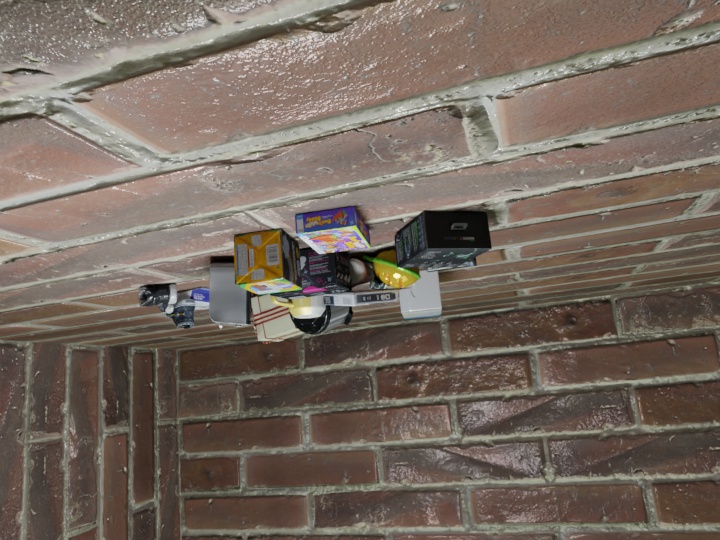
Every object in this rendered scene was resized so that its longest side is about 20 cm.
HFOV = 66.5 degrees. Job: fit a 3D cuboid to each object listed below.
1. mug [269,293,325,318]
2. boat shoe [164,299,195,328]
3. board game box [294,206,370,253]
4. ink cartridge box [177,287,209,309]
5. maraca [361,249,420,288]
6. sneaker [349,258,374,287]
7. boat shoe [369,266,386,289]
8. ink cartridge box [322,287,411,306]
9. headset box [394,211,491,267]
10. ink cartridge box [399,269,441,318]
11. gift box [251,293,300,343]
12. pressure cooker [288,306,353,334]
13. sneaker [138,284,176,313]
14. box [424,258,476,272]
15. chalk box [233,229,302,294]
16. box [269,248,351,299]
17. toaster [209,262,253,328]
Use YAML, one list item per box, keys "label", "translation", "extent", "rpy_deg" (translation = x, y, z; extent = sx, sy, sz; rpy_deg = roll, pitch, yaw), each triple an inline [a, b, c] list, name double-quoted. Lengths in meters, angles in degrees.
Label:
- label: "mug"
  translation: [-0.186, 0.068, 1.705]
  extent: [0.185, 0.155, 0.149]
  rpy_deg: [-3, 169, -7]
- label: "boat shoe"
  translation: [-0.636, 0.164, 1.921]
  extent: [0.070, 0.092, 0.200]
  rpy_deg: [7, 162, -36]
- label: "board game box"
  translation: [-0.059, -0.089, 1.272]
  extent: [0.133, 0.045, 0.200]
  rpy_deg: [-7, 168, 10]
- label: "ink cartridge box"
  translation: [-0.575, 0.105, 1.984]
  extent: [0.199, 0.041, 0.199]
  rpy_deg: [-12, 166, 29]
- label: "maraca"
  translation: [0.088, -0.010, 1.588]
  extent: [0.137, 0.108, 0.199]
  rpy_deg: [30, 172, -41]
- label: "sneaker"
  translation: [0.000, 0.000, 1.655]
  extent: [0.104, 0.076, 0.200]
  rpy_deg: [-22, 171, -22]
- label: "boat shoe"
  translation: [0.066, 0.020, 1.777]
  extent: [0.061, 0.076, 0.200]
  rpy_deg: [-2, 167, -24]
- label: "ink cartridge box"
  translation: [0.019, 0.078, 1.628]
  extent: [0.198, 0.044, 0.198]
  rpy_deg: [-5, 179, -30]
- label: "headset box"
  translation: [0.199, -0.073, 1.344]
  extent: [0.172, 0.094, 0.200]
  rpy_deg: [-1, 167, -17]
- label: "ink cartridge box"
  translation: [0.216, 0.088, 1.990]
  extent: [0.145, 0.148, 0.200]
  rpy_deg: [-6, 169, 7]
- label: "gift box"
  translation: [-0.312, 0.163, 2.065]
  extent: [0.185, 0.186, 0.200]
  rpy_deg: [-18, 161, 17]
- label: "pressure cooker"
  translation: [-0.128, 0.116, 1.883]
  extent: [0.177, 0.178, 0.199]
  rpy_deg: [-12, -179, 33]
- label: "sneaker"
  translation: [-0.672, 0.092, 1.809]
  extent: [0.113, 0.076, 0.200]
  rpy_deg: [1, 161, -26]
- label: "box"
  translation: [0.254, -0.043, 1.617]
  extent: [0.156, 0.050, 0.200]
  rpy_deg: [-8, 168, 15]
- label: "chalk box"
  translation: [-0.221, -0.012, 1.372]
  extent: [0.123, 0.126, 0.200]
  rpy_deg: [-7, 167, 8]
- label: "box"
  translation: [-0.140, 0.008, 1.532]
  extent: [0.198, 0.116, 0.132]
  rpy_deg: [-8, 169, 17]
- label: "toaster"
  translation: [-0.364, 0.061, 1.546]
  extent: [0.118, 0.202, 0.181]
  rpy_deg: [1, 175, -15]
